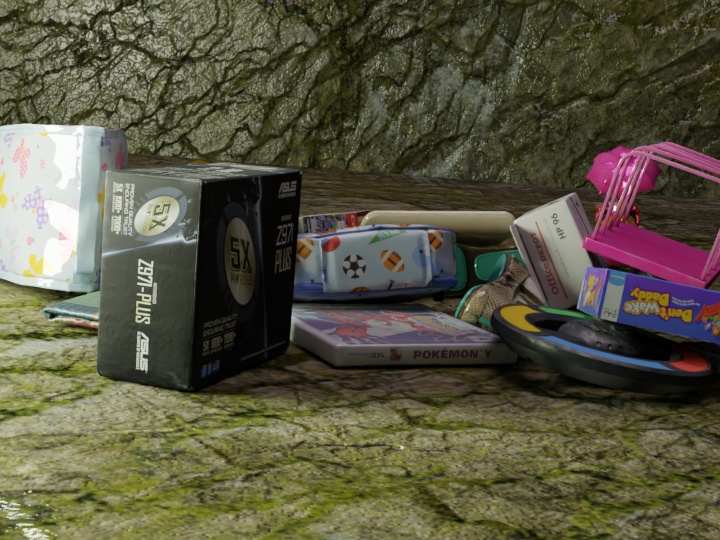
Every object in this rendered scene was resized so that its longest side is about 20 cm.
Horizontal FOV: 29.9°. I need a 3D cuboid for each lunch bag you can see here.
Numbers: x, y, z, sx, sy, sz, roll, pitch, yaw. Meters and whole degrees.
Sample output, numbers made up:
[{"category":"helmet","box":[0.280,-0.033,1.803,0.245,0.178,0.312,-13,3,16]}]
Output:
[{"category":"lunch bag","box":[0.000,0.000,1.402,0.200,0.076,0.160,-1,-8,-17]},{"category":"lunch bag","box":[-0.305,-0.064,1.389,0.127,0.170,0.200,1,2,-29]}]

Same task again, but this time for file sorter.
[{"category":"file sorter","box":[0.355,-0.069,1.523,0.139,0.126,0.200,23,15,17]}]

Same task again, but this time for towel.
[{"category":"towel","box":[-0.194,0.037,1.302,0.147,0.022,0.200,7,10,16]}]

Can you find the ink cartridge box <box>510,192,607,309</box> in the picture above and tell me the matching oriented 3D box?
[{"category":"ink cartridge box","box":[0.232,-0.020,1.551,0.068,0.116,0.200,-23,1,15]}]

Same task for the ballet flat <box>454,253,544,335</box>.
[{"category":"ballet flat","box":[0.154,0.035,1.408,0.075,0.068,0.200,28,18,9]}]

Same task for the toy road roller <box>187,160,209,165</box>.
[{"category":"toy road roller","box":[-0.157,-0.045,1.571,0.146,0.123,0.200,19,8,-4]}]

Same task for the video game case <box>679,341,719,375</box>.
[{"category":"video game case","box":[0.432,0.093,1.266,0.200,0.023,0.182,0,9,-27]}]

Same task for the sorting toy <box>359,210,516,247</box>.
[{"category":"sorting toy","box":[0.080,-0.041,1.651,0.185,0.037,0.200,0,-14,-8]}]

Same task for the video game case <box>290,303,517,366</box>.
[{"category":"video game case","box":[0.021,0.057,1.275,0.182,0.023,0.200,1,9,-24]}]

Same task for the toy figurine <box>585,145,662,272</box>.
[{"category":"toy figurine","box":[0.351,-0.075,1.810,0.150,0.184,0.200,6,8,9]}]

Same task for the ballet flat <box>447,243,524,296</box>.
[{"category":"ballet flat","box":[0.120,0.001,1.612,0.200,0.071,0.071,1,9,-21]}]

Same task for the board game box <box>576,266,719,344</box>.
[{"category":"board game box","box":[0.280,0.032,1.257,0.134,0.045,0.200,12,1,4]}]

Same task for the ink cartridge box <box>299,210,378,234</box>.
[{"category":"ink cartridge box","box":[-0.063,-0.044,1.744,0.109,0.050,0.200,-8,0,30]}]

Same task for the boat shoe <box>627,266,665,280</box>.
[{"category":"boat shoe","box":[0.337,0.016,1.580,0.072,0.069,0.200,11,10,38]}]

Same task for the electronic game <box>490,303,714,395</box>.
[{"category":"electronic game","box":[0.213,0.065,1.195,0.200,0.042,0.200,13,9,-2]}]

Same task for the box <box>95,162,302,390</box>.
[{"category":"box","box":[-0.128,-0.003,1.116,0.086,0.164,0.200,7,8,19]}]
